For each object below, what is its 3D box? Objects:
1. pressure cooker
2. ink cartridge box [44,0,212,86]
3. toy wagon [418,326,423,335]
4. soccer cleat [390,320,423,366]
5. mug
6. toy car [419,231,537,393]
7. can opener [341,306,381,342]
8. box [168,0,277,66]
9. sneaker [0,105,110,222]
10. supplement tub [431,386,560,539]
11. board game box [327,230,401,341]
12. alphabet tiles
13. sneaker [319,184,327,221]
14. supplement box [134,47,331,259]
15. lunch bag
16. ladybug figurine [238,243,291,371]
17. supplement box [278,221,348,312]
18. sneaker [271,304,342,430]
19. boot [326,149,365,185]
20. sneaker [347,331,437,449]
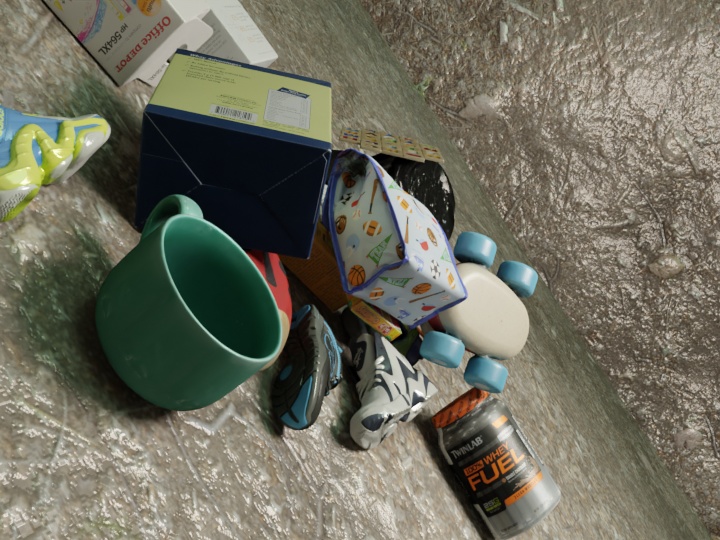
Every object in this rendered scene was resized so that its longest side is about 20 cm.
[{"bbox_3d":[0.037,-0.098,1.301,0.177,0.197,0.180,54,52,-25],"label":"pressure cooker"},{"bbox_3d":[-0.296,-0.345,0.994,0.201,0.128,0.126,48,20,-16],"label":"ink cartridge box"},{"bbox_3d":[0.134,0.070,1.484,0.157,0.039,0.199,60,19,13],"label":"toy wagon"},{"bbox_3d":[0.052,0.067,1.252,0.083,0.064,0.203,37,26,-35],"label":"soccer cleat"},{"bbox_3d":[-0.159,0.038,0.710,0.152,0.114,0.186,46,20,-22],"label":"mug"},{"bbox_3d":[0.135,0.064,1.174,0.175,0.198,0.188,30,72,-28],"label":"toy car"},{"bbox_3d":[0.001,0.043,1.184,0.067,0.053,0.202,43,21,-32],"label":"can opener"},{"bbox_3d":[-0.243,-0.375,1.207,0.201,0.105,0.153,52,19,-8],"label":"box"},{"bbox_3d":[-0.301,-0.125,0.698,0.105,0.075,0.201,48,21,-15],"label":"sneaker"},{"bbox_3d":[0.196,0.280,1.156,0.202,0.122,0.122,57,19,8],"label":"supplement tub"},{"bbox_3d":[0.000,0.000,1.102,0.095,0.030,0.202,40,20,-41],"label":"board game box"},{"bbox_3d":[0.048,-0.200,1.230,0.162,0.006,0.201,12,18,-3],"label":"alphabet tiles"},{"bbox_3d":[-0.053,-0.097,1.188,0.196,0.072,0.080,22,26,12],"label":"sneaker"},{"bbox_3d":[-0.138,-0.138,0.891,0.195,0.137,0.201,11,32,-9],"label":"supplement box"},{"bbox_3d":[0.037,-0.047,1.042,0.169,0.122,0.204,30,38,-52],"label":"lunch bag"},{"bbox_3d":[-0.129,0.017,0.882,0.135,0.071,0.203,34,28,-46],"label":"ladybug figurine"},{"bbox_3d":[-0.079,-0.034,1.103,0.200,0.068,0.067,45,21,-24],"label":"supplement box"},{"bbox_3d":[-0.050,0.118,0.905,0.082,0.073,0.201,47,21,-22],"label":"sneaker"},{"bbox_3d":[-0.100,-0.214,1.229,0.201,0.179,0.073,54,49,-23],"label":"boot"},{"bbox_3d":[0.013,0.146,1.019,0.130,0.080,0.198,45,30,16],"label":"sneaker"}]
